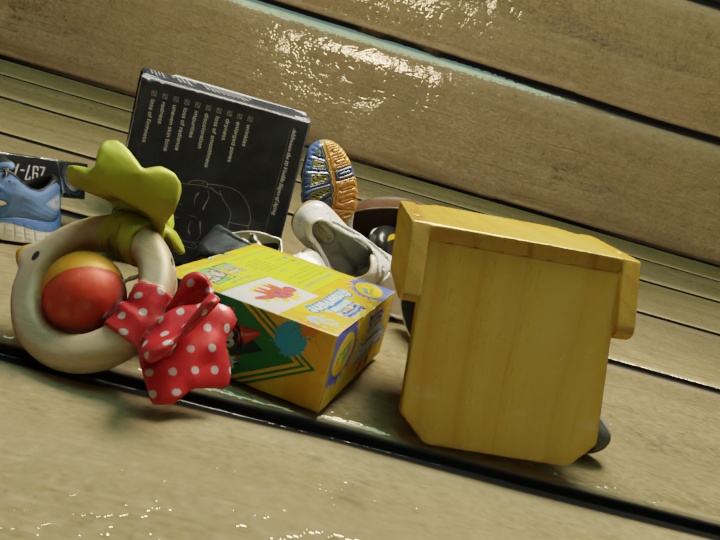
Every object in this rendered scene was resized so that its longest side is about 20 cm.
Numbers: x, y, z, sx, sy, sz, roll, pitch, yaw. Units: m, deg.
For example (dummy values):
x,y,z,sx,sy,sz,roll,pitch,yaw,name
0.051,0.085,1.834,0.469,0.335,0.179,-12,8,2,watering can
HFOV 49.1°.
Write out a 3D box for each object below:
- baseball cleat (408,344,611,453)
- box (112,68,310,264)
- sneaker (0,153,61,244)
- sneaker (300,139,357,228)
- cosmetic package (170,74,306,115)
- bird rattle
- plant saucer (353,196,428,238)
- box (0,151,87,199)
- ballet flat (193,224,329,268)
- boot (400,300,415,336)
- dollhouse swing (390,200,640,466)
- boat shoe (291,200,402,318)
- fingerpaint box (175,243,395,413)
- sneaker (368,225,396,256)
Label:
x,y,z,sx,sy,sz,roll,pitch,yaw,name
0.130,0.120,0.730,0.199,0.070,0.106,37,56,17,baseball cleat
-0.185,-0.114,0.943,0.194,0.203,0.124,12,13,-18,box
-0.402,-0.081,0.814,0.078,0.091,0.199,23,15,34,sneaker
-0.046,-0.063,0.992,0.074,0.203,0.088,-14,17,-22,sneaker
-0.194,-0.144,1.094,0.196,0.203,0.123,14,12,-6,cosmetic package
-0.185,0.018,0.607,0.161,0.203,0.113,-20,-21,-1,bird rattle
0.041,-0.051,1.099,0.197,0.037,0.201,2,-25,1,plant saucer
-0.449,-0.123,0.948,0.198,0.044,0.159,12,6,41,box
-0.087,-0.002,0.883,0.197,0.074,0.073,19,12,-2,ballet flat
0.141,0.063,0.892,0.142,0.073,0.200,-3,29,-28,boot
0.122,0.050,0.715,0.196,0.179,0.182,9,11,-4,dollhouse swing
0.000,0.000,0.934,0.199,0.071,0.069,38,5,-24,boat shoe
-0.073,0.045,0.738,0.164,0.075,0.200,18,13,12,fingerpaint box
0.092,-0.018,1.039,0.089,0.071,0.199,-13,-24,34,sneaker
